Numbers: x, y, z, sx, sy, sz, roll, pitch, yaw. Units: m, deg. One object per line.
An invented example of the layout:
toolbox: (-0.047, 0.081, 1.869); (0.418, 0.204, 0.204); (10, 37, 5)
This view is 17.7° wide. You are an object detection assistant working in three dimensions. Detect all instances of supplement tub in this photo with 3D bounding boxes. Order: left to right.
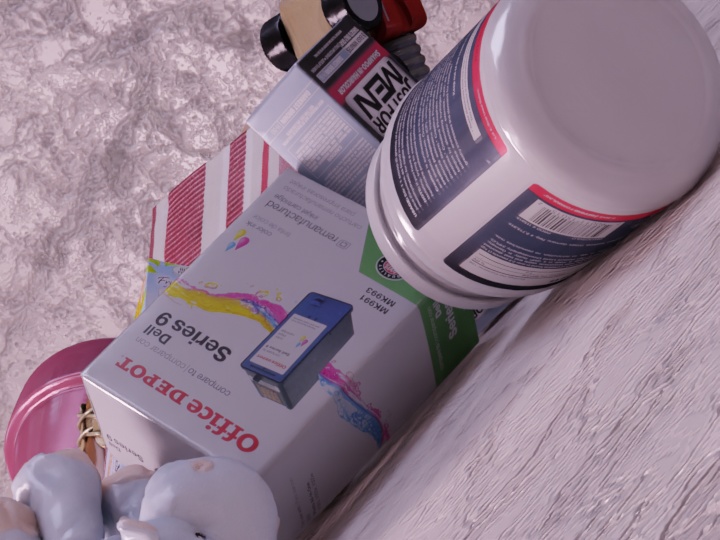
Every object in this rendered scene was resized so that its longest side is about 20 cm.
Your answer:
supplement tub: (0.095, -0.068, 1.259); (0.140, 0.140, 0.200); (-49, 4, -30)

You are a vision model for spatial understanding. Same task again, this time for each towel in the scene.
towel: (-0.090, -0.031, 1.664); (0.200, 0.023, 0.145); (-34, 42, 40)

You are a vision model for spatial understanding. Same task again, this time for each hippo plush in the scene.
hippo plush: (-0.133, 0.162, 1.259); (0.161, 0.159, 0.200); (-42, 9, 50)

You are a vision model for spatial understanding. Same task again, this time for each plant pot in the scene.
plant pot: (-0.206, 0.186, 1.902); (0.200, 0.199, 0.180); (-45, 20, 31)

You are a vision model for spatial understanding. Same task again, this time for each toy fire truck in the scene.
toy fire truck: (0.048, -0.160, 1.830); (0.128, 0.177, 0.199); (-25, -3, 40)

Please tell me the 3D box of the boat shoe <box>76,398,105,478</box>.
boat shoe: (-0.188, 0.124, 1.784); (0.075, 0.074, 0.201); (-23, 26, 40)

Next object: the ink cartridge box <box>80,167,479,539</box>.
ink cartridge box: (-0.047, 0.053, 1.392); (0.200, 0.145, 0.088); (-46, -34, -24)

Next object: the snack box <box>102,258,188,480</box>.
snack box: (-0.134, 0.120, 1.567); (0.201, 0.067, 0.170); (-94, 17, -52)

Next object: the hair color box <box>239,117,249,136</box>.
hair color box: (-0.070, -0.041, 1.875); (0.109, 0.065, 0.201); (-7, 44, 35)

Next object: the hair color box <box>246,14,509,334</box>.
hair color box: (0.032, -0.062, 1.475); (0.061, 0.200, 0.099); (-45, 3, 32)
